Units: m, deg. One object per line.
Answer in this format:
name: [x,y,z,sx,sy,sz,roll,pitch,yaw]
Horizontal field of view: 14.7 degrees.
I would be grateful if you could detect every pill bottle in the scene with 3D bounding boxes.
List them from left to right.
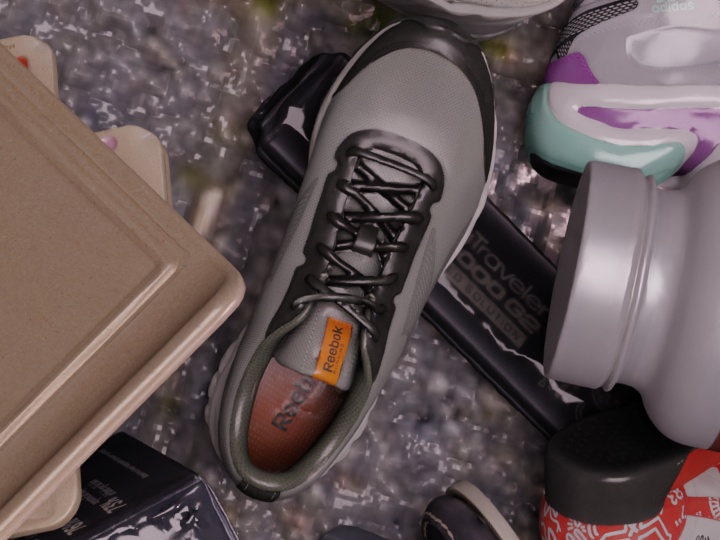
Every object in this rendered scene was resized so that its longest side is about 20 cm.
pill bottle: [0.174,0.020,1.057,0.199,0.112,0.113,12,86,-1]

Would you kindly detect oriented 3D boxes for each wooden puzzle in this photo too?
wooden puzzle: [-0.165,0.011,0.973,0.185,0.037,0.200,-45,69,-8]

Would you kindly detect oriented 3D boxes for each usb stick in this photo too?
usb stick: [0.039,-0.005,1.123,0.200,0.033,0.056,44,76,-9]

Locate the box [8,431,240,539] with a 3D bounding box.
box: [-0.135,0.155,1.016,0.199,0.148,0.105,-28,100,-12]

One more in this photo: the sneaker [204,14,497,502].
sneaker: [0.000,0.000,1.064,0.074,0.079,0.201,21,100,-5]

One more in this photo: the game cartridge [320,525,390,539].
game cartridge: [-0.034,0.188,1.050,0.040,0.133,0.200,37,80,-19]

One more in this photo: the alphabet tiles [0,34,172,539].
alphabet tiles: [-0.162,0.012,1.023,0.199,0.015,0.197,-13,65,12]

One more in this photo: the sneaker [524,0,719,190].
sneaker: [0.175,-0.083,1.136,0.199,0.078,0.141,16,86,-14]

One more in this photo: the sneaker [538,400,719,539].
sneaker: [0.156,0.100,1.140,0.200,0.067,0.109,-14,119,-32]

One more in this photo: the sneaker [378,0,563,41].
sneaker: [-0.010,-0.146,1.071,0.199,0.116,0.074,17,87,-12]

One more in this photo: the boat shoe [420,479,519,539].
boat shoe: [0.053,0.184,1.104,0.062,0.073,0.201,-19,98,-17]
